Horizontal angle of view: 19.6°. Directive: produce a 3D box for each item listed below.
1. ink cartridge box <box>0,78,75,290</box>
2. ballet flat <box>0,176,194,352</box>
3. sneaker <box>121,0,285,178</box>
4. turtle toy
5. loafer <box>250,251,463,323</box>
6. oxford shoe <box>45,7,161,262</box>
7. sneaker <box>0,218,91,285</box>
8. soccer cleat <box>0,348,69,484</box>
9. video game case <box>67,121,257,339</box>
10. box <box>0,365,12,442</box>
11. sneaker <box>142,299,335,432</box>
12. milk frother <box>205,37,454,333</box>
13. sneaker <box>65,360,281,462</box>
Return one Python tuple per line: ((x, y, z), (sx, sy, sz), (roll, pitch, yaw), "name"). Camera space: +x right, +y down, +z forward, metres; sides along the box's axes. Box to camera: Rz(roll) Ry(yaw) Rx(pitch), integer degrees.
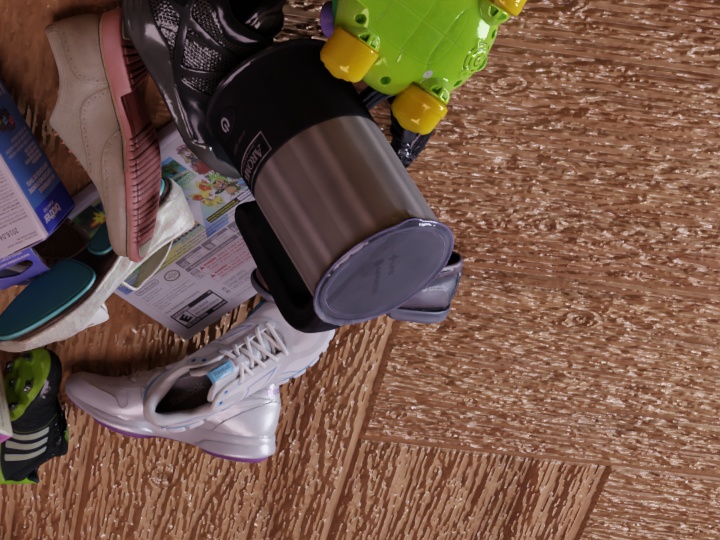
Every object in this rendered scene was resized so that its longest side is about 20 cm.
((-0.320, -0.070, 1.638), (0.136, 0.076, 0.200), (-23, 105, 21), "ink cartridge box")
((-0.208, 0.008, 1.686), (0.200, 0.067, 0.062), (-45, 128, -15), "ballet flat")
((-0.095, -0.153, 1.616), (0.114, 0.076, 0.200), (-11, 130, 18), "sneaker")
((0.021, -0.205, 1.545), (0.200, 0.101, 0.146), (34, 96, -32), "turtle toy")
((0.000, 0.000, 1.775), (0.200, 0.072, 0.063), (7, 124, -35), "loafer")
((-0.201, -0.104, 1.634), (0.074, 0.071, 0.200), (-3, 101, 11), "oxford shoe")
((-0.320, 0.000, 1.761), (0.200, 0.070, 0.109), (9, 133, 5), "sneaker")
((-0.299, 0.135, 1.921), (0.081, 0.068, 0.200), (10, 142, -24), "soccer cleat")
((-0.145, -0.036, 1.775), (0.200, 0.022, 0.182), (-33, 128, 29), "video game case")
((-0.439, 0.119, 1.818), (0.176, 0.097, 0.200), (-29, 150, 25), "box")
((-0.105, 0.083, 1.817), (0.200, 0.087, 0.075), (-35, 90, 4), "sneaker")
((0.010, -0.065, 1.589), (0.200, 0.188, 0.181), (-21, 151, -18), "milk frother")
((-0.167, 0.109, 1.902), (0.200, 0.075, 0.100), (13, 98, 1), "sneaker")
